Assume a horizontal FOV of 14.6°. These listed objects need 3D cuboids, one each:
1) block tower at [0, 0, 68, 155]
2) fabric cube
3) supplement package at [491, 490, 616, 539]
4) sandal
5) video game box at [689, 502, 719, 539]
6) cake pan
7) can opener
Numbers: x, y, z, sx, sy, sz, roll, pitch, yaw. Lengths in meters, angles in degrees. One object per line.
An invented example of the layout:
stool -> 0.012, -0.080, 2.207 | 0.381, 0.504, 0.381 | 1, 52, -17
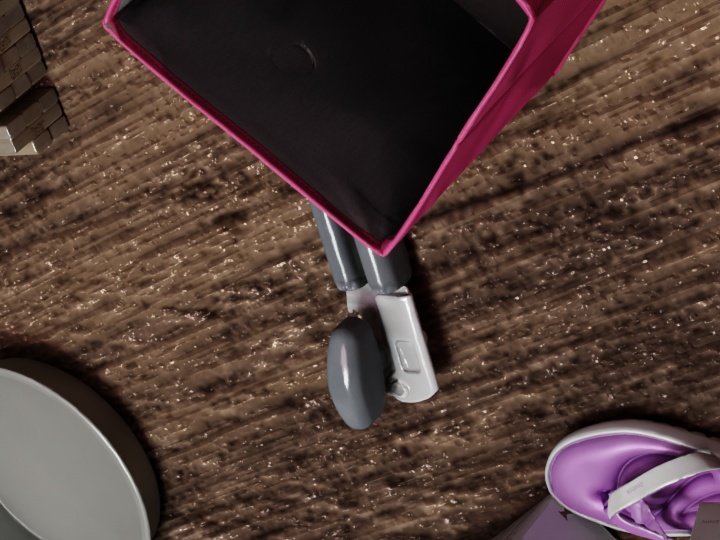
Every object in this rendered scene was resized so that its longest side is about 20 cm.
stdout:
block tower -> -0.249, -0.163, 1.757 | 0.058, 0.054, 0.201 | -1, 121, 36
fabric cube -> 0.024, -0.172, 1.441 | 0.196, 0.199, 0.200 | 40, 137, 6
supplement package -> 0.105, 0.282, 1.755 | 0.191, 0.147, 0.200 | 45, 138, 0
sandal -> 0.192, 0.135, 1.650 | 0.202, 0.050, 0.083 | 6, 124, 32
video game box -> 0.293, 0.217, 1.598 | 0.181, 0.047, 0.201 | -3, 127, 20
cake pan -> -0.221, 0.143, 1.975 | 0.199, 0.037, 0.201 | 20, 131, 24
can opener -> 0.000, 0.000, 1.689 | 0.052, 0.066, 0.201 | 4, 118, 36
